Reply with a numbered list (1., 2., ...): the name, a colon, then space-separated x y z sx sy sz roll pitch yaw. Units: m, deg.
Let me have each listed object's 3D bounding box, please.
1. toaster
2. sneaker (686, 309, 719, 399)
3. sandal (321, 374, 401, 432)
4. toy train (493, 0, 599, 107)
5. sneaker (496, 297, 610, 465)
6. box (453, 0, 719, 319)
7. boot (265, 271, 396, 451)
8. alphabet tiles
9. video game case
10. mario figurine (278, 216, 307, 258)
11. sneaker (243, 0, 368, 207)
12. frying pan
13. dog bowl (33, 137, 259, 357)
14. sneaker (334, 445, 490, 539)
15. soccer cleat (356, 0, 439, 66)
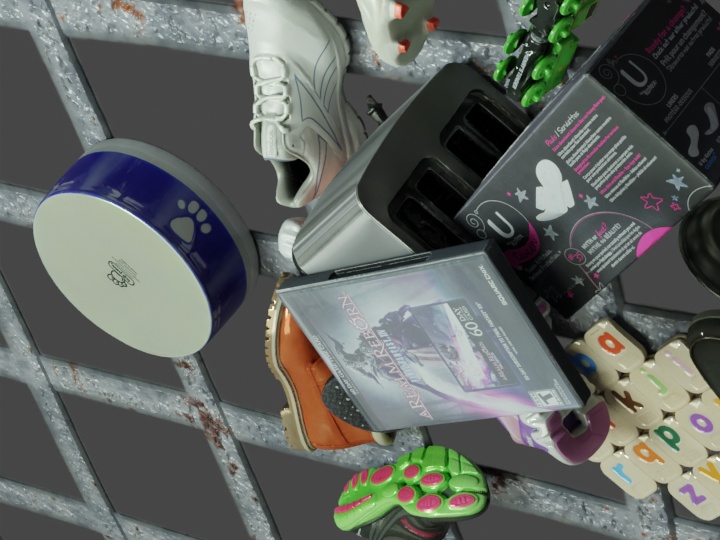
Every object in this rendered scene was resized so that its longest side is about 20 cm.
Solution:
1. toaster: 0.062 -0.037 1.490 0.200 0.181 0.119 40 142 -5
2. sneaker: 0.310 0.124 1.510 0.200 0.106 0.075 43 145 -7
3. sandal: 0.055 0.083 1.735 0.200 0.045 0.075 -27 115 29
4. toy train: 0.139 -0.186 1.358 0.042 0.056 0.200 45 148 17
5. sneaker: 0.120 0.070 1.634 0.088 0.080 0.200 -5 117 59
6. box: 0.175 -0.084 1.374 0.115 0.132 0.200 41 144 -1
7. boot: -0.023 0.083 1.802 0.107 0.075 0.200 3 133 20
8. alphabet tiles: 0.245 0.123 1.646 0.196 0.015 0.200 40 145 -3
9. video game case: 0.049 0.050 1.430 0.200 0.019 0.143 -12 122 41
10. mario figurine: 0.000 0.000 1.632 0.106 0.123 0.200 55 157 20
11. sneaker: -0.050 -0.134 1.556 0.074 0.087 0.200 11 136 35
12. frying pan: 0.317 0.002 1.433 0.190 0.031 0.115 25 143 13
13. dog bowl: -0.196 -0.019 1.821 0.200 0.079 0.200 24 142 20
14. sneaker: 0.060 0.217 1.881 0.084 0.077 0.200 34 152 -26
15. soccer cleat: 0.008 -0.238 1.411 0.077 0.069 0.200 17 133 34
